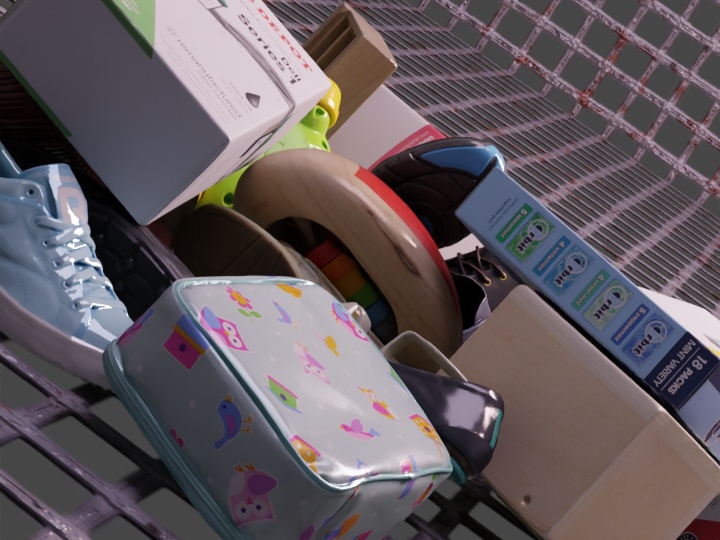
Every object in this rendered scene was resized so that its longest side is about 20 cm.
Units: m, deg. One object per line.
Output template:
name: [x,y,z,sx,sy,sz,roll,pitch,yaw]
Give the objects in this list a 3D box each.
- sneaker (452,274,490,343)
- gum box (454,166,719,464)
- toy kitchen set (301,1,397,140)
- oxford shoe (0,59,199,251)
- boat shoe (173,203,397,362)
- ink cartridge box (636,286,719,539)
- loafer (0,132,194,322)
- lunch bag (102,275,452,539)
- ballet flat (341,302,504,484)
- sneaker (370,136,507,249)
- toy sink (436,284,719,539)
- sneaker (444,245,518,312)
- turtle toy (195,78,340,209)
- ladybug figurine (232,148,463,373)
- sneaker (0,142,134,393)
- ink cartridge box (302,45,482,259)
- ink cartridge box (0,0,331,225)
sneaker: [0.082,0.054,1.488,0.199,0.085,0.075,22,17,-40]
gum box: [0.165,0.035,1.318,0.200,0.045,0.170,42,0,29]
toy kitchen set: [-0.114,-0.178,1.573,0.200,0.180,0.163,40,12,-22]
oxford shoe: [-0.173,-0.091,1.295,0.070,0.075,0.200,10,-32,42]
boat shoe: [-0.037,0.036,1.311,0.200,0.073,0.063,40,11,13]
ink cartridge box: [0.239,0.128,1.464,0.144,0.146,0.200,16,21,-50]
loafer: [-0.163,-0.023,1.226,0.200,0.068,0.070,35,21,21]
lunch bag: [-0.043,0.074,1.104,0.161,0.077,0.200,49,16,17]
ballet flat: [0.002,0.060,1.234,0.199,0.074,0.073,24,8,28]
sneaker: [0.027,-0.046,1.416,0.073,0.199,0.082,51,40,-10]
toy sink: [0.140,0.120,1.298,0.130,0.112,0.200,44,2,34]
sneaker: [0.059,0.009,1.545,0.199,0.107,0.075,24,16,-35]
turtle toy: [-0.109,-0.083,1.461,0.199,0.101,0.147,21,55,-7]
ladybug figurine: [0.000,0.000,1.355,0.201,0.135,0.072,55,46,-10]
sneaker: [-0.176,-0.014,1.135,0.200,0.082,0.074,39,16,18]
ink cartridge box: [0.011,-0.079,1.672,0.200,0.083,0.147,44,-14,38]
ink cartridge box: [-0.117,-0.126,1.256,0.146,0.084,0.200,49,22,-1]
